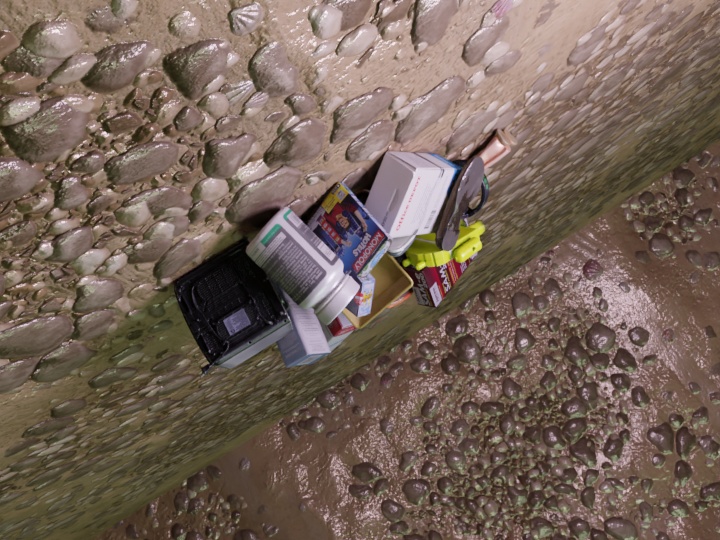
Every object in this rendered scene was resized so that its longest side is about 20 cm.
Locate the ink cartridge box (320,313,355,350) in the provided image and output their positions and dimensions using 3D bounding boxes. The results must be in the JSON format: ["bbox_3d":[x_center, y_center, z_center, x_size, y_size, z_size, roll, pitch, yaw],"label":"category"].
[{"bbox_3d":[-0.101,0.128,1.846,0.082,0.148,0.200,-17,159,-44],"label":"ink cartridge box"}]

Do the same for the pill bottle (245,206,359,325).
[{"bbox_3d":[-0.101,-0.006,1.265,0.113,0.200,0.113,-45,-176,4],"label":"pill bottle"}]

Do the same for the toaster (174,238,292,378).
[{"bbox_3d":[-0.240,0.074,1.320,0.197,0.184,0.119,-30,167,-5],"label":"toaster"}]

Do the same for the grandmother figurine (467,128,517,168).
[{"bbox_3d":[0.264,-0.236,1.609,0.119,0.062,0.200,-2,145,-48],"label":"grandmother figurine"}]

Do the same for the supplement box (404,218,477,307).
[{"bbox_3d":[0.191,-0.022,1.648,0.060,0.111,0.200,9,-134,42],"label":"supplement box"}]

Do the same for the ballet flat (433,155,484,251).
[{"bbox_3d":[0.198,-0.139,1.440,0.066,0.046,0.205,7,108,-38],"label":"ballet flat"}]

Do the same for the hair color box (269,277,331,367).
[{"bbox_3d":[-0.141,0.087,1.420,0.060,0.204,0.098,-29,164,22],"label":"hair color box"}]

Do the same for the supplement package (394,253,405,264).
[{"bbox_3d":[0.042,-0.019,1.739,0.197,0.111,0.114,-21,162,-36],"label":"supplement package"}]

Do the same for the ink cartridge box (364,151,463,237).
[{"bbox_3d":[0.105,-0.153,1.401,0.198,0.084,0.149,-9,127,-54],"label":"ink cartridge box"}]

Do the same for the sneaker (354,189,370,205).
[{"bbox_3d":[0.029,-0.126,1.442,0.197,0.074,0.085,-16,162,-43],"label":"sneaker"}]

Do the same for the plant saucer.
[{"bbox_3d":[0.000,0.000,1.595,0.199,0.201,0.048,-40,-177,33],"label":"plant saucer"}]

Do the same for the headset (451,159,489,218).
[{"bbox_3d":[0.207,-0.174,1.596,0.198,0.125,0.094,-27,-172,39],"label":"headset"}]

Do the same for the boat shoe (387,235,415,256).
[{"bbox_3d":[0.093,-0.075,1.523,0.070,0.063,0.201,0,-149,13],"label":"boat shoe"}]

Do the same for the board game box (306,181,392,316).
[{"bbox_3d":[-0.025,-0.024,1.347,0.201,0.201,0.061,-49,163,22],"label":"board game box"}]

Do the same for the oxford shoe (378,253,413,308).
[{"bbox_3d":[0.103,0.004,1.656,0.200,0.070,0.074,-48,136,-26],"label":"oxford shoe"}]

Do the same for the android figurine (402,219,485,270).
[{"bbox_3d":[0.178,-0.056,1.541,0.198,0.042,0.180,-32,-153,-28],"label":"android figurine"}]
